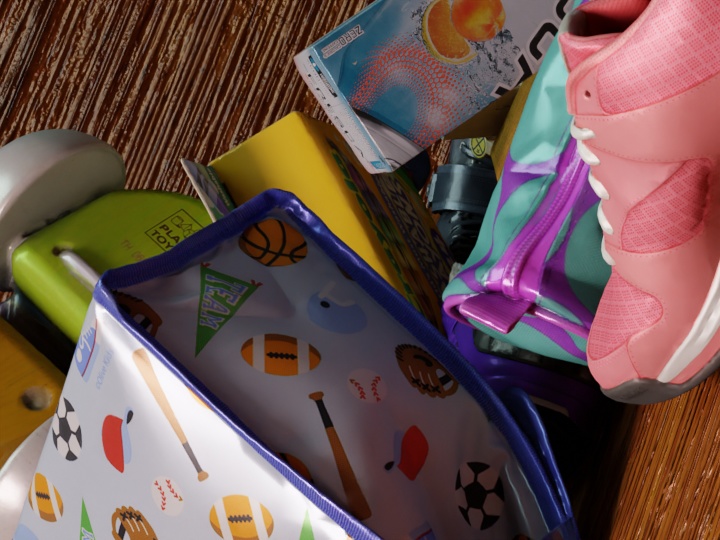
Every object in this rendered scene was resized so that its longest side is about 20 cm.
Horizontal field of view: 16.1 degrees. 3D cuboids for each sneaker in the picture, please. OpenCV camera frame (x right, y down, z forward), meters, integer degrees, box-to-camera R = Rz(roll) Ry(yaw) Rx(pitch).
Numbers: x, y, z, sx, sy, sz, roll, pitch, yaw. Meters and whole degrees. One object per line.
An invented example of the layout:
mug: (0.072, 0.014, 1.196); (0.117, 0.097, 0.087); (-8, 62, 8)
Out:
sneaker: (0.073, -0.025, 1.461); (0.202, 0.077, 0.146); (139, 149, -89)
sneaker: (0.094, -0.045, 0.751); (0.074, 0.087, 0.200); (-69, 1, -48)
sneaker: (0.058, 0.054, 1.045); (0.200, 0.069, 0.100); (159, 130, -89)

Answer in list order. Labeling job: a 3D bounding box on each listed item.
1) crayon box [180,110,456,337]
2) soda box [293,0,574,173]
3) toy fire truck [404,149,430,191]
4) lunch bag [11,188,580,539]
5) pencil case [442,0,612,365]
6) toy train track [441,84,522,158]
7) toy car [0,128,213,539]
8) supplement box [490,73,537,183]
crayon box: (0.000, 0.000, 1.153); (0.052, 0.126, 0.200); (-31, -11, 13)
soda box: (0.072, -0.121, 1.069); (0.200, 0.064, 0.068); (-35, 5, -6)
toy fire truck: (-0.022, 0.009, 1.382); (0.168, 0.112, 0.200); (-60, -2, -24)
lunch bag: (-0.014, 0.099, 0.944); (0.124, 0.200, 0.170); (-31, -26, -38)
pencil case: (0.098, -0.064, 0.891); (0.092, 0.085, 0.200); (27, -98, -62)
toy train track: (0.077, -0.041, 1.254); (0.033, 0.115, 0.200); (27, 117, 54)
toy car: (-0.133, 0.051, 1.139); (0.200, 0.175, 0.150); (-39, -28, -22)
supplement box: (0.100, -0.057, 1.120); (0.200, 0.066, 0.069); (-87, 18, -83)
